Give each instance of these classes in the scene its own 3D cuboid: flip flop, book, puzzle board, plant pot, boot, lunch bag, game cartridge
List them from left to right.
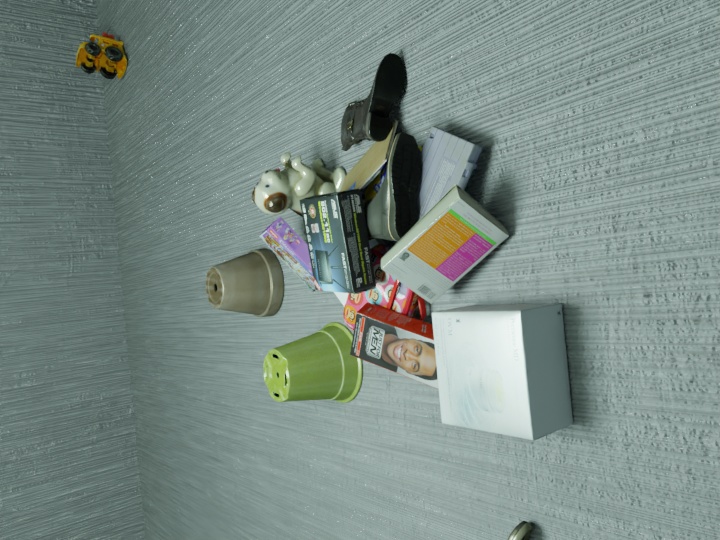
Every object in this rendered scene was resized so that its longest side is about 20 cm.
[{"bbox_3d":[-0.341,0.043,1.691,0.199,0.172,0.204,9,102,50],"label":"plant pot"},{"bbox_3d":[-0.128,0.237,1.427,0.199,0.188,0.204,6,98,51],"label":"plant pot"},{"bbox_3d":[0.011,-0.215,1.264,0.200,0.017,0.152,-43,23,41],"label":"puzzle board"},{"bbox_3d":[0.013,-0.362,1.280,0.174,0.068,0.203,21,95,62],"label":"boot"},{"bbox_3d":[0.045,-0.157,1.149,0.137,0.077,0.204,-2,80,55],"label":"boot"},{"bbox_3d":[0.060,0.063,1.249,0.175,0.081,0.203,31,121,27],"label":"lunch bag"},{"bbox_3d":[0.143,-0.156,1.108,0.129,0.038,0.202,37,111,42],"label":"game cartridge"},{"bbox_3d":[0.150,-0.038,1.060,0.200,0.133,0.048,-44,25,27],"label":"book"},{"bbox_3d":[0.277,0.542,1.046,0.057,0.081,0.203,22,106,33],"label":"flip flop"}]

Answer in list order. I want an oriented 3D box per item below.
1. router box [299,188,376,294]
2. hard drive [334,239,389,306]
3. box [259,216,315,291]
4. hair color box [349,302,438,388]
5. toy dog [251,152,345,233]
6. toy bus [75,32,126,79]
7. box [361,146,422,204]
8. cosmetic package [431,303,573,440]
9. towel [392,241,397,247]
[{"bbox_3d":[-0.048,-0.057,1.202,0.149,0.061,0.203,1,104,55],"label":"router box"},{"bbox_3d":[0.000,0.000,1.369,0.132,0.025,0.202,51,131,35],"label":"hard drive"},{"bbox_3d":[-0.153,-0.035,1.433,0.200,0.039,0.137,47,161,-11],"label":"box"},{"bbox_3d":[0.083,0.148,1.179,0.197,0.061,0.103,17,114,19],"label":"hair color box"},{"bbox_3d":[-0.164,-0.188,1.418,0.139,0.198,0.196,41,124,42],"label":"toy dog"},{"bbox_3d":[-1.140,-0.967,2.586,0.136,0.198,0.195,-40,55,45],"label":"toy bus"},{"bbox_3d":[0.060,-0.178,1.243,0.200,0.064,0.071,-39,64,47],"label":"box"},{"bbox_3d":[0.238,0.163,1.009,0.199,0.122,0.203,-7,89,50],"label":"cosmetic package"},{"bbox_3d":[0.139,-0.089,1.165,0.199,0.048,0.114,9,100,51],"label":"towel"}]
